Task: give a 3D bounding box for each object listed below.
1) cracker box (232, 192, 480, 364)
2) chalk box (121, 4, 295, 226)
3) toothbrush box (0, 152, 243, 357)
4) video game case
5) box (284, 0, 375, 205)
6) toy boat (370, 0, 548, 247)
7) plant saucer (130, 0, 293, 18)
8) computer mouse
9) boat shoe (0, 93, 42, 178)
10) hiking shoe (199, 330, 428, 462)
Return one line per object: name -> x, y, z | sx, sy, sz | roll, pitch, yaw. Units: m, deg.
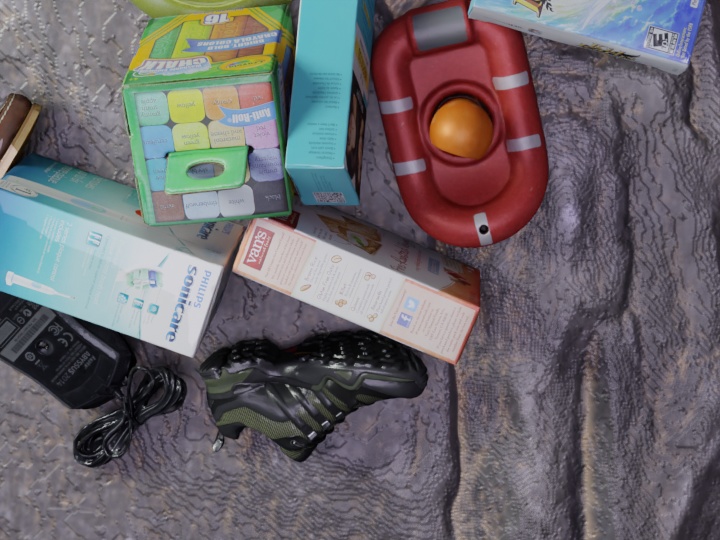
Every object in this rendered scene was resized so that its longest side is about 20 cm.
cracker box -> 0.000, 0.000, 1.654 | 0.199, 0.134, 0.058 | 22, 104, -2
chalk box -> -0.116, -0.117, 1.589 | 0.123, 0.200, 0.125 | -4, 116, 4
toothbrush box -> -0.208, -0.015, 1.657 | 0.199, 0.146, 0.086 | 20, 104, -1
video game case -> 0.197, -0.278, 1.596 | 0.180, 0.045, 0.202 | 15, 86, 0
box -> -0.022, -0.160, 1.597 | 0.049, 0.082, 0.202 | 1, 71, 9
toy boat -> 0.082, -0.116, 1.624 | 0.129, 0.131, 0.202 | -13, 102, 6
plant saucer -> -0.126, -0.294, 1.648 | 0.198, 0.031, 0.202 | 1, 102, 3
computer mouse -> -0.254, 0.068, 1.721 | 0.200, 0.053, 0.138 | 44, 119, -15
boat shoe -> -0.343, -0.069, 1.690 | 0.070, 0.070, 0.201 | 32, 103, -8
hiking shoe -> -0.037, 0.111, 1.721 | 0.198, 0.076, 0.102 | -1, 111, 13
